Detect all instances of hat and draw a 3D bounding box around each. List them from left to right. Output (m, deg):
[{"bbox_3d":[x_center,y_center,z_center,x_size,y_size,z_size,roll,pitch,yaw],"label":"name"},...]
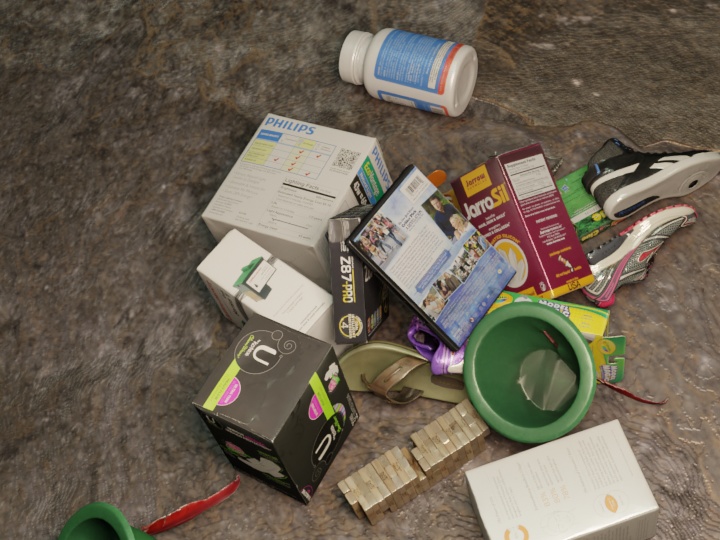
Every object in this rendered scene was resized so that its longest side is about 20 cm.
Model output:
[{"bbox_3d":[-0.266,0.375,1.518,0.200,0.176,0.166,-30,65,34],"label":"hat"},{"bbox_3d":[0.248,0.138,1.515,0.166,0.176,0.200,-43,69,18],"label":"hat"}]

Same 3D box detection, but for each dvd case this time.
[{"bbox_3d":[0.090,-0.016,1.489,0.200,0.018,0.143,45,66,-12],"label":"dvd case"}]

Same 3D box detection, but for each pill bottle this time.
[{"bbox_3d":[0.072,-0.314,1.844,0.199,0.112,0.113,17,63,20],"label":"pill bottle"}]

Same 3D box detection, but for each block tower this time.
[{"bbox_3d":[0.072,0.248,1.519,0.200,0.058,0.054,-33,57,-8],"label":"block tower"}]

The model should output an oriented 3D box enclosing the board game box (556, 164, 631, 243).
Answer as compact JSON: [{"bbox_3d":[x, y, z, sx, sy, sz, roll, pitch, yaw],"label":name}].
[{"bbox_3d":[0.276,-0.071,1.701,0.199,0.023,0.105,-28,54,-6],"label":"board game box"}]

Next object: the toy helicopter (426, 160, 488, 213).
[{"bbox_3d":[0.125,-0.100,1.723,0.200,0.079,0.132,-36,44,-18],"label":"toy helicopter"}]

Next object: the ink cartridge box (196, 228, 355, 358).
[{"bbox_3d":[-0.114,0.052,1.627,0.200,0.146,0.084,33,71,28],"label":"ink cartridge box"}]

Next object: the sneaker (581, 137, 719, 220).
[{"bbox_3d":[0.408,-0.155,1.685,0.199,0.073,0.112,-21,56,-17],"label":"sneaker"}]

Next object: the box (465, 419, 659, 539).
[{"bbox_3d":[0.242,0.283,1.436,0.199,0.098,0.125,-18,56,-1],"label":"box"}]

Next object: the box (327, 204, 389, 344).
[{"bbox_3d":[0.000,0.000,1.574,0.049,0.200,0.162,-3,97,11],"label":"box"}]

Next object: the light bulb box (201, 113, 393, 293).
[{"bbox_3d":[-0.086,-0.099,1.721,0.198,0.125,0.200,16,62,27],"label":"light bulb box"}]

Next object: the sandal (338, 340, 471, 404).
[{"bbox_3d":[0.059,0.143,1.567,0.200,0.080,0.057,6,33,14],"label":"sandal"}]

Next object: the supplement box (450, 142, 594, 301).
[{"bbox_3d":[0.215,-0.053,1.587,0.085,0.110,0.201,-19,85,-35],"label":"supplement box"}]

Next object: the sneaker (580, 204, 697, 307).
[{"bbox_3d":[0.380,-0.024,1.627,0.200,0.081,0.075,-33,86,-10],"label":"sneaker"}]

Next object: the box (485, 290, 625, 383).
[{"bbox_3d":[0.248,0.086,1.548,0.199,0.118,0.048,13,56,18],"label":"box"}]

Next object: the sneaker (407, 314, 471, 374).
[{"bbox_3d":[0.094,0.062,1.565,0.083,0.081,0.200,-8,35,-12],"label":"sneaker"}]

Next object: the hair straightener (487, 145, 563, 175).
[{"bbox_3d":[0.216,-0.138,1.700,0.200,0.041,0.077,-25,95,-31],"label":"hair straightener"}]

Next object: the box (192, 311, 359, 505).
[{"bbox_3d":[-0.102,0.177,1.511,0.124,0.200,0.149,22,64,23],"label":"box"}]
